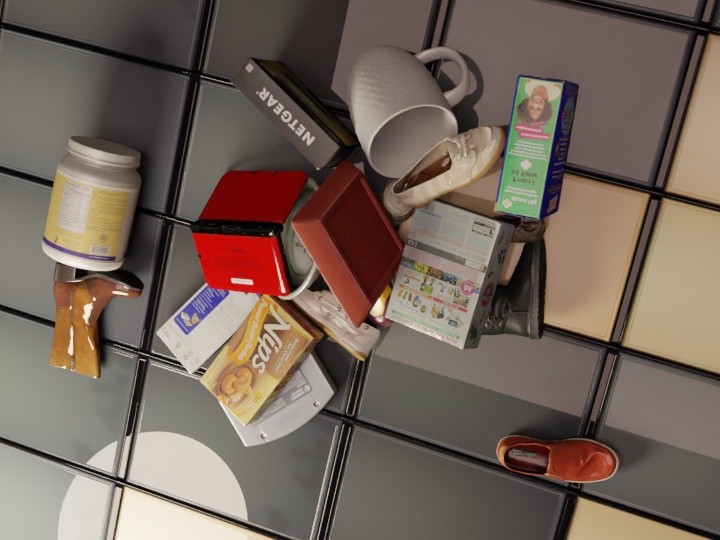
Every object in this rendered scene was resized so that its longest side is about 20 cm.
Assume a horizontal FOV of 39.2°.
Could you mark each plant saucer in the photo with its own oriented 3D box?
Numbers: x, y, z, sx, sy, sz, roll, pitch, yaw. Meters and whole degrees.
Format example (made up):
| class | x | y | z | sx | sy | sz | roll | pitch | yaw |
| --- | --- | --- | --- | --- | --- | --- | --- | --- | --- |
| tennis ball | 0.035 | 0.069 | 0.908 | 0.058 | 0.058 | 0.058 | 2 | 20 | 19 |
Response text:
| class | x | y | z | sx | sy | sz | roll | pitch | yaw |
| --- | --- | --- | --- | --- | --- | --- | --- | --- | --- |
| plant saucer | -0.092 | -0.051 | 1.653 | 0.050 | 0.200 | 0.203 | 9 | 105 | -32 |
| plant saucer | -0.004 | -0.048 | 1.567 | 0.036 | 0.200 | 0.201 | -17 | 114 | 36 |

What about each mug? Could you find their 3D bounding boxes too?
| class | x | y | z | sx | sy | sz | roll | pitch | yaw |
| --- | --- | --- | --- | --- | --- | --- | --- | --- | --- |
| mug | 0.075 | -0.269 | 1.555 | 0.198 | 0.148 | 0.177 | -28 | 54 | 8 |

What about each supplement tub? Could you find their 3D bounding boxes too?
| class | x | y | z | sx | sy | sz | roll | pitch | yaw |
| --- | --- | --- | --- | --- | --- | --- | --- | --- | --- |
| supplement tub | -0.456 | -0.115 | 1.728 | 0.143 | 0.145 | 0.203 | 18 | 102 | 11 |

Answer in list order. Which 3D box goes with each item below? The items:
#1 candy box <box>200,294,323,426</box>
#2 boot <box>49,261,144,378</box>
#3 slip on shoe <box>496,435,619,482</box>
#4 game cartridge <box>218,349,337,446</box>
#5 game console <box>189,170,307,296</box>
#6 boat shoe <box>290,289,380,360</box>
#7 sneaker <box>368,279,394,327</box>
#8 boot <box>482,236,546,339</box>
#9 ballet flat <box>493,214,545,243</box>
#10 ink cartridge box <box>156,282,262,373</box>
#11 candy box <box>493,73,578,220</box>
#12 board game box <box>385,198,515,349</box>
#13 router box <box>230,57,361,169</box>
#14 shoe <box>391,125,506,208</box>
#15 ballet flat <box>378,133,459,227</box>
| class | x | y | z | sx | sy | sz | roll | pitch | yaw |
| --- | --- | --- | --- | --- | --- | --- | --- | --- | --- |
| candy box | -0.167 | 0.147 | 1.703 | 0.115 | 0.055 | 0.201 | 41 | 103 | 13 |
| boot | -0.475 | 0.096 | 1.804 | 0.185 | 0.068 | 0.203 | 8 | 101 | 13 |
| slip on shoe | 0.317 | 0.307 | 1.632 | 0.197 | 0.061 | 0.075 | 6 | 98 | 12 |
| game cartridge | -0.143 | 0.216 | 1.752 | 0.199 | 0.040 | 0.134 | -32 | 86 | 17 |
| game console | -0.172 | -0.063 | 1.668 | 0.198 | 0.118 | 0.175 | 5 | 117 | 39 |
| boat shoe | -0.050 | 0.066 | 1.694 | 0.199 | 0.071 | 0.070 | 38 | 83 | 14 |
| sneaker | 0.000 | 0.000 | 1.647 | 0.074 | 0.090 | 0.203 | -17 | 90 | 33 |
| boot | 0.195 | 0.024 | 1.627 | 0.197 | 0.065 | 0.168 | 3 | 92 | 22 |
| ballet flat | 0.195 | -0.057 | 1.598 | 0.197 | 0.046 | 0.068 | -11 | 63 | 26 |
| ink cartridge box | -0.256 | 0.079 | 1.760 | 0.200 | 0.039 | 0.100 | -42 | 86 | 18 |
| candy box | 0.267 | -0.185 | 1.516 | 0.076 | 0.169 | 0.203 | 10 | 100 | 18 |
| board game box | 0.138 | 0.002 | 1.572 | 0.146 | 0.064 | 0.203 | 21 | 99 | 28 |
| router box | -0.098 | -0.250 | 1.609 | 0.200 | 0.157 | 0.052 | 45 | 106 | 4 |
| shoe | 0.129 | -0.155 | 1.502 | 0.199 | 0.053 | 0.071 | -33 | 54 | 31 |
| ballet flat | 0.089 | -0.145 | 1.617 | 0.068 | 0.075 | 0.200 | 46 | 106 | 3 |
